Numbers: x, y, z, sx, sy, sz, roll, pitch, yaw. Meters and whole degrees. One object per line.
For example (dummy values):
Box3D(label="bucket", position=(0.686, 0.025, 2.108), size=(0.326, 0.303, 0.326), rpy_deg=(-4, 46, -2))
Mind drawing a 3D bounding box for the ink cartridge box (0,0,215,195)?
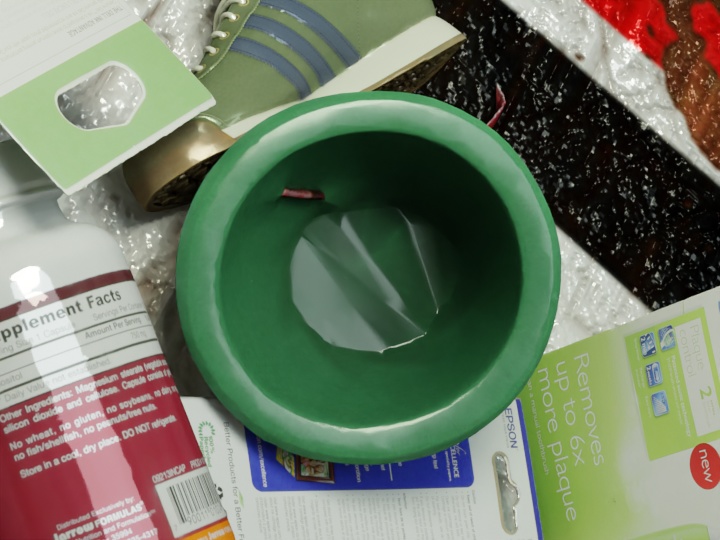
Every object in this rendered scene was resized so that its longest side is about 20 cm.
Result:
Box3D(label="ink cartridge box", position=(-0.168, -0.114, 1.207), size=(0.200, 0.048, 0.146), rpy_deg=(50, 30, 0))

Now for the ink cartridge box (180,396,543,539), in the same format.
Box3D(label="ink cartridge box", position=(-0.005, 0.106, 1.316), size=(0.199, 0.037, 0.095), rpy_deg=(1, 74, -34))

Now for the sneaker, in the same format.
Box3D(label="sneaker", position=(-0.047, -0.101, 1.341), size=(0.200, 0.067, 0.090), rpy_deg=(-28, 80, -36))

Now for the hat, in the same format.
Box3D(label="hat", position=(0.000, 0.000, 1.355), size=(0.199, 0.176, 0.166), rpy_deg=(-6, 92, -12))

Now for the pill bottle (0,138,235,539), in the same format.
Box3D(label="pill bottle", position=(-0.134, 0.053, 1.188), size=(0.113, 0.113, 0.201), rpy_deg=(-19, 86, -39))

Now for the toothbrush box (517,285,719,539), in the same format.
Box3D(label="toothbrush box", position=(0.167, 0.091, 1.343), size=(0.086, 0.200, 0.146), rpy_deg=(-5, 79, -38))
